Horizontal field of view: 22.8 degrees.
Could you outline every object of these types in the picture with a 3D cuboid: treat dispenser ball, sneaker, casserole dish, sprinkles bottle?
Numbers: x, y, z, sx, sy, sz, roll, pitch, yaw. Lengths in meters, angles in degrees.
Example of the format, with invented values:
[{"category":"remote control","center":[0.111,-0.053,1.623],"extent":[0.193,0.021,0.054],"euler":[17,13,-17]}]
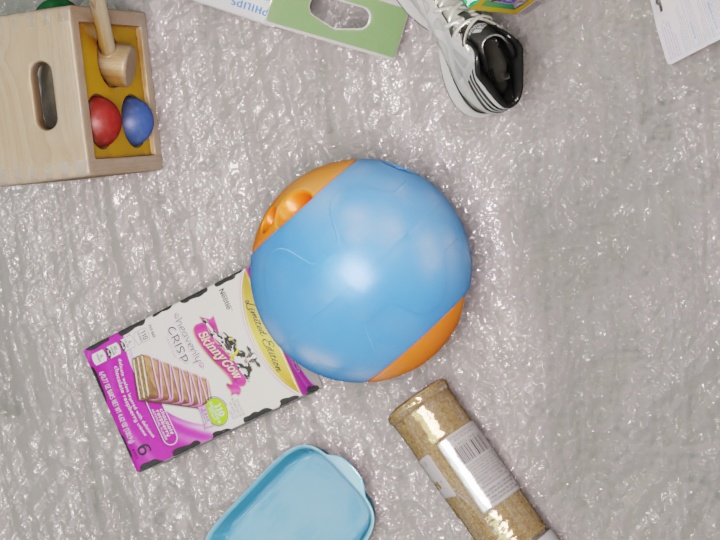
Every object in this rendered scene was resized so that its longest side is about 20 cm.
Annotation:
[{"category":"treat dispenser ball","center":[0.000,0.000,1.605],"extent":[0.200,0.201,0.202],"euler":[2,96,19]},{"category":"sneaker","center":[0.094,-0.231,1.575],"extent":[0.075,0.115,0.201],"euler":[-30,101,-14]},{"category":"casserole dish","center":[-0.065,0.256,1.742],"extent":[0.121,0.039,0.200],"euler":[46,107,10]},{"category":"sprinkles bottle","center":[0.108,0.199,1.658],"extent":[0.068,0.068,0.200],"euler":[-38,82,19]}]

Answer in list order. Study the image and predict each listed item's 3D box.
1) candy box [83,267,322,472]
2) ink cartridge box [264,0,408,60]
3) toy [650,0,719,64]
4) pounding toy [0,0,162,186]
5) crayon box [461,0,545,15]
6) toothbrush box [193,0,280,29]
[{"category":"candy box","center":[-0.155,0.096,1.745],"extent":[0.199,0.061,0.137],"euler":[-27,86,20]},{"category":"ink cartridge box","center":[-0.005,-0.306,1.611],"extent":[0.048,0.145,0.201],"euler":[39,113,57]},{"category":"toy","center":[0.330,-0.266,1.522],"extent":[0.200,0.047,0.116],"euler":[-26,75,51]},{"category":"pounding toy","center":[-0.263,-0.188,1.689],"extent":[0.141,0.184,0.201],"euler":[-5,94,20]},{"category":"crayon box","center":[0.148,-0.277,1.524],"extent":[0.119,0.200,0.058],"euler":[-36,84,19]},{"category":"toothbrush box","center":[-0.102,-0.341,1.669],"extent":[0.146,0.085,0.201],"euler":[20,101,16]}]
